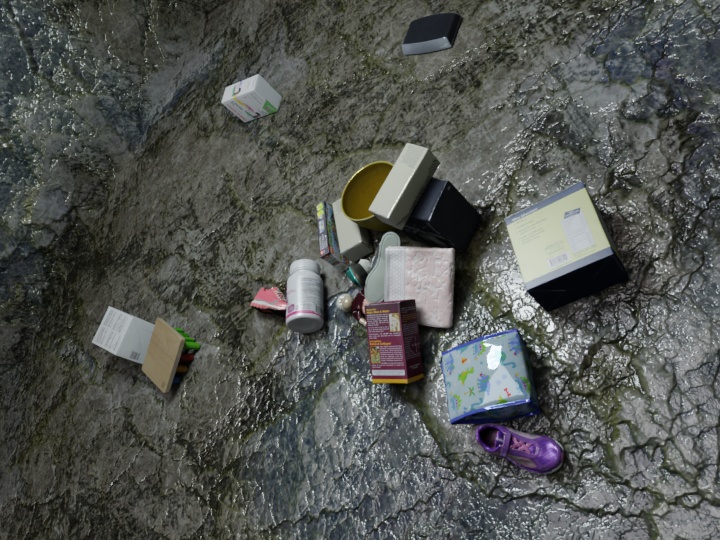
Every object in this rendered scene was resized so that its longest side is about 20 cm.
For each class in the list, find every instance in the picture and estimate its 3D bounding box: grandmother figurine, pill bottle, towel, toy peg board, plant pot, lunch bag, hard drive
[{"bbox_3d":[0.016,0.095,1.686,0.198,0.061,0.122,2,59,37],"label":"grandmother figurine"},{"bbox_3d":[-0.168,0.076,1.805,0.112,0.113,0.202,-21,54,28],"label":"pill bottle"},{"bbox_3d":[0.150,0.039,1.544,0.188,0.032,0.203,4,97,24],"label":"towel"},{"bbox_3d":[-0.664,0.301,2.112,0.199,0.097,0.202,24,98,45],"label":"toy peg board"},{"bbox_3d":[0.062,-0.196,1.746,0.198,0.142,0.202,-20,52,27],"label":"plant pot"},{"bbox_3d":[0.284,0.246,1.338,0.198,0.128,0.172,-16,57,20],"label":"lunch bag"},{"bbox_3d":[0.235,-0.802,2.017,0.198,0.042,0.136,9,72,41],"label":"hard drive"}]

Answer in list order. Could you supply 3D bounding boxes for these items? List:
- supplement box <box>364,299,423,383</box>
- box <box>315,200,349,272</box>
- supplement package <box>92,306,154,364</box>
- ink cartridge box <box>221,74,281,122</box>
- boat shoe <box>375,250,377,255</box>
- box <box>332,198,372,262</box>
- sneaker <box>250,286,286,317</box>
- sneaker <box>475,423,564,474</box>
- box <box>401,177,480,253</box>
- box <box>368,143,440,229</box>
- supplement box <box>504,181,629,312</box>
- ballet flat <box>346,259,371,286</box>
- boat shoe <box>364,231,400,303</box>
[{"bbox_3d":[0.085,0.179,1.511,0.109,0.085,0.203,-7,88,35],"label":"supplement box"},{"bbox_3d":[-0.087,-0.106,1.843,0.034,0.110,0.202,-25,53,25],"label":"box"},{"bbox_3d":[-0.874,0.248,2.252,0.198,0.151,0.152,11,74,42],"label":"supplement package"},{"bbox_3d":[-0.445,-0.698,2.437,0.198,0.144,0.085,-7,62,36],"label":"ink cartridge box"},{"bbox_3d":[0.111,0.001,1.661,0.199,0.072,0.073,21,97,41],"label":"boat shoe"},{"bbox_3d":[-0.025,-0.134,1.827,0.082,0.068,0.202,-27,52,24],"label":"box"},{"bbox_3d":[-0.273,0.094,1.908,0.198,0.074,0.088,6,69,41],"label":"sneaker"},{"bbox_3d":[0.326,0.370,1.261,0.198,0.088,0.081,6,69,39],"label":"sneaker"},{"bbox_3d":[0.181,-0.157,1.592,0.195,0.199,0.125,17,78,43],"label":"box"},{"bbox_3d":[0.110,-0.211,1.492,0.082,0.068,0.202,29,87,44],"label":"box"},{"bbox_3d":[0.461,-0.051,1.352,0.198,0.134,0.202,-26,52,25],"label":"supplement box"},{"bbox_3d":[0.000,0.000,1.691,0.068,0.068,0.200,-36,8,-5],"label":"ballet flat"},{"bbox_3d":[0.064,-0.007,1.622,0.075,0.060,0.202,22,98,1],"label":"boat shoe"}]
